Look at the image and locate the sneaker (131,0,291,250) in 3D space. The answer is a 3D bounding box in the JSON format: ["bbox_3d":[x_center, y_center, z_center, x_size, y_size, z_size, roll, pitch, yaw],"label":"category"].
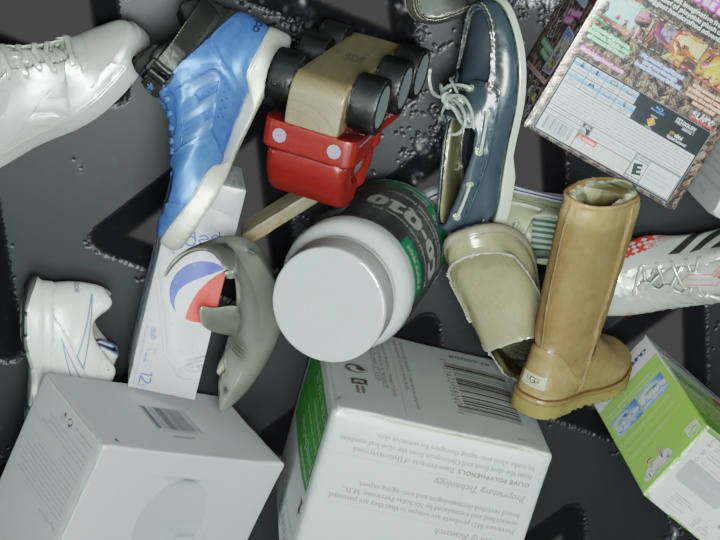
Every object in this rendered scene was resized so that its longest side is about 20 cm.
[{"bbox_3d":[-0.147,-0.126,1.445,0.110,0.077,0.202,26,90,-7],"label":"sneaker"}]

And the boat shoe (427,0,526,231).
[{"bbox_3d":[0.094,-0.130,1.493,0.061,0.075,0.202,-6,114,-24],"label":"boat shoe"}]

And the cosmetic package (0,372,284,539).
[{"bbox_3d":[-0.208,0.214,1.548,0.198,0.123,0.202,12,109,-42],"label":"cosmetic package"}]

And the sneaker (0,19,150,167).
[{"bbox_3d":[-0.277,-0.164,1.447,0.199,0.074,0.116,-32,139,5],"label":"sneaker"}]

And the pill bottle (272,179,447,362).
[{"bbox_3d":[0.000,0.000,1.473,0.112,0.200,0.114,4,108,14],"label":"pill bottle"}]

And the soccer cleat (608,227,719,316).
[{"bbox_3d":[0.298,0.002,1.593,0.198,0.085,0.069,-14,111,-2],"label":"soccer cleat"}]

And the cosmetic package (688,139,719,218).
[{"bbox_3d":[0.364,-0.140,1.542,0.073,0.102,0.202,19,106,-15],"label":"cosmetic package"}]

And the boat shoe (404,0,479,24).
[{"bbox_3d":[0.124,-0.272,1.486,0.199,0.057,0.067,-33,111,5],"label":"boat shoe"}]

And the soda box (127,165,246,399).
[{"bbox_3d":[-0.153,0.006,1.547,0.063,0.068,0.202,12,107,-11],"label":"soda box"}]

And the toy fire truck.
[{"bbox_3d":[-0.039,-0.094,1.475,0.127,0.176,0.202,17,113,12],"label":"toy fire truck"}]

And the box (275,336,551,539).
[{"bbox_3d":[0.040,0.175,1.563,0.198,0.199,0.173,12,108,-10],"label":"box"}]

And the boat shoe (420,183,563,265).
[{"bbox_3d":[0.139,-0.040,1.569,0.197,0.062,0.073,1,110,-6],"label":"boat shoe"}]

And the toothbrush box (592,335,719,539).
[{"bbox_3d":[0.304,0.166,1.592,0.145,0.200,0.086,39,100,-18],"label":"toothbrush box"}]

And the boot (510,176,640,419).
[{"bbox_3d":[0.206,0.017,1.522,0.066,0.175,0.202,23,115,25],"label":"boot"}]

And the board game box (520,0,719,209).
[{"bbox_3d":[0.245,-0.184,1.512,0.158,0.097,0.201,27,104,-16],"label":"board game box"}]

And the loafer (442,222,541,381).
[{"bbox_3d":[0.129,0.030,1.547,0.075,0.069,0.200,-18,142,15],"label":"loafer"}]

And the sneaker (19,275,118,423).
[{"bbox_3d":[-0.257,0.103,1.569,0.086,0.075,0.202,-2,111,-12],"label":"sneaker"}]

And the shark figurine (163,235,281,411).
[{"bbox_3d":[-0.083,0.022,1.500,0.089,0.128,0.215,24,148,23],"label":"shark figurine"}]
